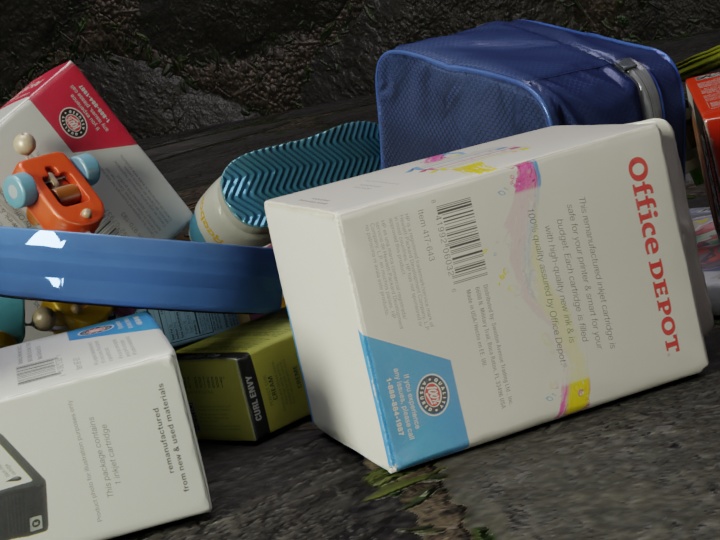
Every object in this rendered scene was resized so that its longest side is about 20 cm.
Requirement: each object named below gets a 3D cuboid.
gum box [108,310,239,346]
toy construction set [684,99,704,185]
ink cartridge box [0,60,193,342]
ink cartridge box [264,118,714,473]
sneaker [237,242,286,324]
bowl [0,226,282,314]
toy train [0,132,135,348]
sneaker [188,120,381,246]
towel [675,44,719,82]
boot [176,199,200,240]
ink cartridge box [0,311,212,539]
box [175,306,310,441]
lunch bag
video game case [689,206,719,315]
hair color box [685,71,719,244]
[{"bbox_3d":[-0.108,0.013,1.359,0.199,0.045,0.170,-14,11,-10],"label":"gum box"},{"bbox_3d":[0.239,-0.094,1.217,0.131,0.092,0.200,-21,12,-23],"label":"toy construction set"},{"bbox_3d":[-0.239,-0.025,1.243,0.200,0.145,0.083,-46,19,-27],"label":"ink cartridge box"},{"bbox_3d":[0.073,0.004,0.912,0.199,0.129,0.125,-15,9,-18],"label":"ink cartridge box"},{"bbox_3d":[0.000,0.000,1.195,0.090,0.075,0.200,-13,8,38],"label":"sneaker"},{"bbox_3d":[-0.139,-0.001,1.027,0.200,0.040,0.201,5,0,0],"label":"bowl"},{"bbox_3d":[-0.225,-0.003,1.136,0.200,0.150,0.056,-28,-20,-48],"label":"toy train"},{"bbox_3d":[-0.033,-0.054,1.294,0.200,0.077,0.081,-9,-18,-37],"label":"sneaker"},{"bbox_3d":[0.259,-0.153,1.208,0.086,0.018,0.200,-22,1,-20],"label":"towel"},{"bbox_3d":[-0.147,-0.004,1.505,0.199,0.075,0.097,-17,28,-20],"label":"boot"},{"bbox_3d":[-0.185,0.091,0.879,0.199,0.084,0.145,-14,10,-10],"label":"ink cartridge box"},{"bbox_3d":[-0.018,0.043,1.042,0.075,0.050,0.200,-5,13,45],"label":"box"},{"bbox_3d":[0.119,-0.082,1.137,0.132,0.136,0.200,-21,29,-33],"label":"lunch bag"},{"bbox_3d":[0.219,-0.010,1.111,0.200,0.023,0.182,-21,12,-40],"label":"video game case"},{"bbox_3d":[0.225,-0.056,1.007,0.061,0.102,0.200,-12,9,10],"label":"hair color box"}]
